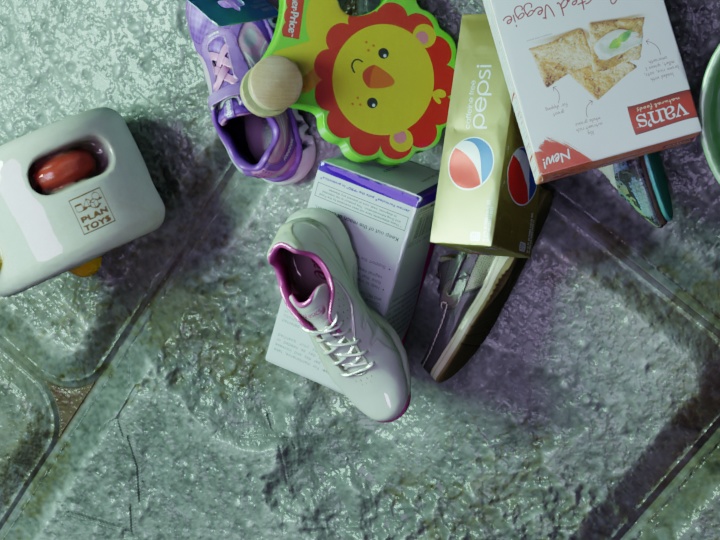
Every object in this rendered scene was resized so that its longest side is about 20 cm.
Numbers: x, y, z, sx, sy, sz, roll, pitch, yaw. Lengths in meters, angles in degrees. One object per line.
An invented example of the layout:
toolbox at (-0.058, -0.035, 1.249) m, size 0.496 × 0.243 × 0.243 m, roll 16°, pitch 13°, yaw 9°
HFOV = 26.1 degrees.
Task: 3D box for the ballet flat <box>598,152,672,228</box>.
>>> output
ballet flat at (0.213, -0.130, 1.313) m, size 0.074 × 0.074 × 0.200 m, roll -12°, pitch 89°, yaw 24°

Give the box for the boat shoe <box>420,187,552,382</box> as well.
boat shoe at (0.101, 0.004, 1.391) m, size 0.066 × 0.072 × 0.201 m, roll 33°, pitch 107°, yaw 17°

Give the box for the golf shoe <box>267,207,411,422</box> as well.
golf shoe at (-0.024, 0.047, 1.326) m, size 0.075 × 0.092 × 0.200 m, roll -26°, pitch 94°, yaw 23°

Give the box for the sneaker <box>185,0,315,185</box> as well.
sneaker at (-0.110, -0.169, 1.420) m, size 0.080 × 0.088 × 0.200 m, roll -21°, pitch 93°, yaw 26°

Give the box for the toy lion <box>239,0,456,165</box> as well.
toy lion at (-0.001, -0.196, 1.354) m, size 0.192 × 0.069 × 0.200 m, roll 8°, pitch 87°, yaw -13°

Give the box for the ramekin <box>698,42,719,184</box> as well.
ramekin at (0.376, -0.130, 1.230) m, size 0.200 × 0.098 × 0.200 m, roll 5°, pitch 105°, yaw 20°

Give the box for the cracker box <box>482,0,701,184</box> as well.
cracker box at (0.179, -0.183, 1.244) m, size 0.134 × 0.058 × 0.200 m, roll -16°, pitch 86°, yaw 2°

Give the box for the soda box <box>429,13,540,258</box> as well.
soda box at (0.115, -0.114, 1.314) m, size 0.064 × 0.068 × 0.200 m, roll 4°, pitch 84°, yaw 37°

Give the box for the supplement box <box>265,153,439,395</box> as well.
supplement box at (0.000, 0.000, 1.409) m, size 0.103 × 0.101 × 0.200 m, roll 21°, pitch 109°, yaw 16°

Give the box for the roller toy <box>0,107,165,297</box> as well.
roller toy at (-0.285, -0.058, 1.460) m, size 0.182 × 0.200 × 0.140 m, roll -24°, pitch 94°, yaw 19°

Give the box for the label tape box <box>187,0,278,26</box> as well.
label tape box at (-0.144, -0.311, 1.367) m, size 0.200 × 0.143 × 0.066 m, roll 48°, pitch 115°, yaw 5°
